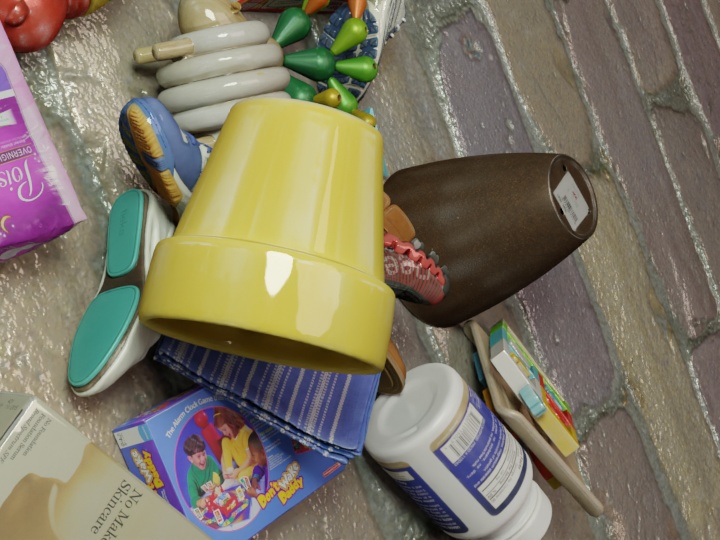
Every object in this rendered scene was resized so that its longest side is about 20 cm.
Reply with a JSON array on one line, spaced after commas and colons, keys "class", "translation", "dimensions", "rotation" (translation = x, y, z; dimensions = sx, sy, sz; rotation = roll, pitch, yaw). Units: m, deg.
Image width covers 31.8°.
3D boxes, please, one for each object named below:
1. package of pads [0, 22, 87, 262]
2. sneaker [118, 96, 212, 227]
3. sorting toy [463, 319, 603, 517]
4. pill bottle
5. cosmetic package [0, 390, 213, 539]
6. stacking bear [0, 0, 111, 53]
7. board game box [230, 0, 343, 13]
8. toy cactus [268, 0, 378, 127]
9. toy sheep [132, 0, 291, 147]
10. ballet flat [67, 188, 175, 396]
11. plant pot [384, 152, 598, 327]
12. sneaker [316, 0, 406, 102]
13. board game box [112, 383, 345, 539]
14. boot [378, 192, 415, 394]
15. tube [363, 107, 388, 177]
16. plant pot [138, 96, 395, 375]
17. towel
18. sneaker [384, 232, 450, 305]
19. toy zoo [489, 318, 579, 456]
[{"class": "package of pads", "translation": [-0.305, -0.103, 0.967], "dimensions": [0.120, 0.075, 0.201], "rotation": [-27, 96, -48]}, {"class": "sneaker", "translation": [-0.136, -0.085, 1.097], "dimensions": [0.088, 0.075, 0.200], "rotation": [-38, 136, -12]}, {"class": "sorting toy", "translation": [0.183, 0.164, 1.396], "dimensions": [0.185, 0.036, 0.200], "rotation": [48, 11, -26]}, {"class": "pill bottle", "translation": [0.105, 0.201, 1.288], "dimensions": [0.200, 0.119, 0.120], "rotation": [49, 44, -25]}, {"class": "cosmetic package", "translation": [-0.212, 0.189, 0.943], "dimensions": [0.200, 0.071, 0.106], "rotation": [44, 64, -28]}, {"class": "stacking bear", "translation": [-0.254, -0.265, 1.072], "dimensions": [0.114, 0.121, 0.201], "rotation": [43, 56, -20]}, {"class": "board game box", "translation": [-0.078, -0.355, 1.352], "dimensions": [0.199, 0.046, 0.153], "rotation": [-11, 84, -51]}, {"class": "toy cactus", "translation": [-0.065, -0.207, 1.266], "dimensions": [0.164, 0.102, 0.201], "rotation": [3, 71, -14]}, {"class": "toy sheep", "translation": [-0.127, -0.159, 1.161], "dimensions": [0.138, 0.137, 0.201], "rotation": [-25, 108, -51]}, {"class": "ballet flat", "translation": [-0.190, 0.024, 1.064], "dimensions": [0.069, 0.069, 0.201], "rotation": [34, 48, -36]}, {"class": "plant pot", "translation": [0.150, -0.051, 1.377], "dimensions": [0.186, 0.199, 0.188], "rotation": [21, 61, -43]}, {"class": "sneaker", "translation": [0.014, -0.267, 1.360], "dimensions": [0.085, 0.077, 0.201], "rotation": [1, 107, -59]}, {"class": "board game box", "translation": [-0.109, 0.158, 1.114], "dimensions": [0.200, 0.045, 0.135], "rotation": [-27, 96, -51]}, {"class": "boot", "translation": [0.013, 0.010, 1.283], "dimensions": [0.201, 0.073, 0.155], "rotation": [55, 49, -13]}, {"class": "tube", "translation": [-0.030, -0.115, 1.320], "dimensions": [0.200, 0.050, 0.078], "rotation": [-29, 113, -55]}, {"class": "plant pot", "translation": [-0.060, -0.029, 1.016], "dimensions": [0.200, 0.200, 0.190], "rotation": [22, 76, -43]}, {"class": "towel", "translation": [-0.075, 0.077, 1.127], "dimensions": [0.199, 0.024, 0.145], "rotation": [30, 36, -9]}, {"class": "sneaker", "translation": [0.000, 0.000, 1.194], "dimensions": [0.200, 0.071, 0.098], "rotation": [28, 72, -32]}, {"class": "toy zoo", "translation": [0.188, 0.128, 1.378], "dimensions": [0.131, 0.020, 0.200], "rotation": [52, 10, -5]}]
